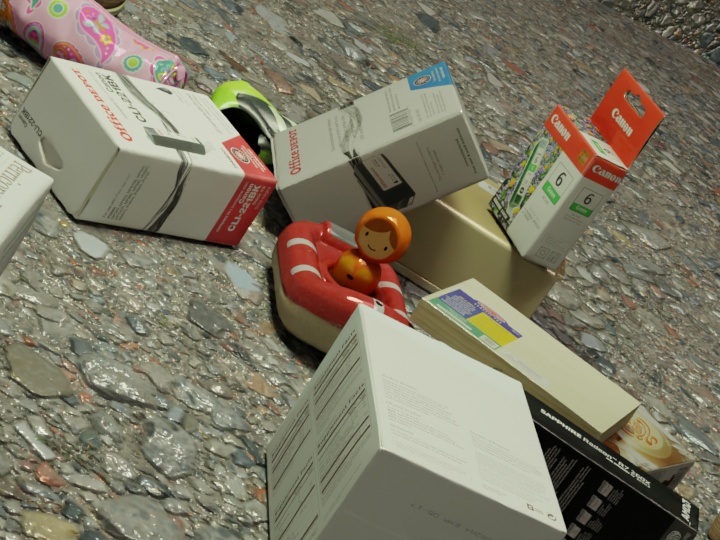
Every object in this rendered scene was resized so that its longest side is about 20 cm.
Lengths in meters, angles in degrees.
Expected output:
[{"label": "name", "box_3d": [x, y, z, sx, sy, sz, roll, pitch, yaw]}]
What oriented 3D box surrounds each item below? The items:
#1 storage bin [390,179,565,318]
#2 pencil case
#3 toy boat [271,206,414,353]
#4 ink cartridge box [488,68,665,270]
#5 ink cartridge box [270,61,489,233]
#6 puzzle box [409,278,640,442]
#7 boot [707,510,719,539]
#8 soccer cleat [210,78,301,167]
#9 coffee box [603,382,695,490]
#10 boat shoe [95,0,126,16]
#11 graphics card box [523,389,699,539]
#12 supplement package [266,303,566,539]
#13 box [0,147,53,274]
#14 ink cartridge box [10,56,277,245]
[{"label": "storage bin", "box_3d": [0.118, -0.040, 1.919, 0.200, 0.094, 0.199, 31, 21, -5]}, {"label": "pencil case", "box_3d": [-0.271, -0.230, 1.773, 0.200, 0.088, 0.087, 38, 21, 8]}, {"label": "toy boat", "box_3d": [0.000, 0.000, 1.602, 0.130, 0.131, 0.200, 26, 22, -19]}, {"label": "ink cartridge box", "box_3d": [0.221, -0.112, 1.813, 0.050, 0.200, 0.109, 21, 24, -30]}, {"label": "ink cartridge box", "box_3d": [0.017, -0.117, 1.781, 0.145, 0.199, 0.084, -99, 165, -63]}, {"label": "puzzle box", "box_3d": [0.149, 0.082, 1.573, 0.200, 0.025, 0.133, 37, 21, 16]}, {"label": "boot", "box_3d": [0.439, 0.210, 1.757, 0.074, 0.155, 0.200, 42, 22, 21]}, {"label": "soccer cleat", "box_3d": [-0.078, -0.130, 1.884, 0.200, 0.068, 0.081, 31, 39, -6]}, {"label": "coffee box", "box_3d": [0.206, 0.172, 1.601, 0.114, 0.080, 0.200, 44, 23, 27]}, {"label": "boat shoe", "box_3d": [-0.316, -0.325, 1.925, 0.075, 0.075, 0.202, 42, 22, 20]}, {"label": "graphics card box", "box_3d": [0.160, 0.192, 1.428, 0.200, 0.126, 0.051, 34, 20, 2]}, {"label": "supplement package", "box_3d": [0.032, 0.158, 1.277, 0.151, 0.151, 0.200, 26, 22, -17]}, {"label": "box", "box_3d": [-0.316, 0.008, 1.024, 0.171, 0.200, 0.199, 33, 20, -8]}, {"label": "ink cartridge box", "box_3d": [-0.198, -0.107, 1.610, 0.200, 0.084, 0.144, 8, 33, -48]}]
